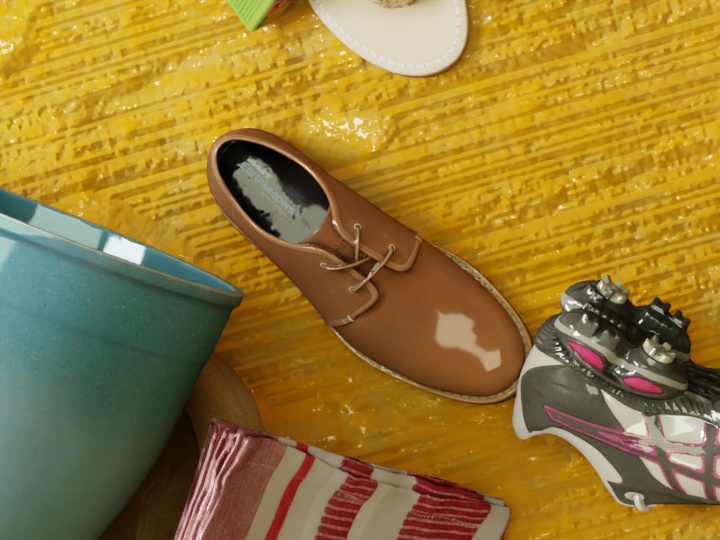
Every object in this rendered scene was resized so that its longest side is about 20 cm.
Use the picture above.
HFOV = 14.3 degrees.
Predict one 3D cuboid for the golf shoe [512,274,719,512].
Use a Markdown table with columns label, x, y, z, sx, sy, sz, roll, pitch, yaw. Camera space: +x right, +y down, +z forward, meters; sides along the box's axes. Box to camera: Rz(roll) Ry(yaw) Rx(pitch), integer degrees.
| label | x | y | z | sx | sy | sz | roll | pitch | yaw |
| --- | --- | --- | --- | --- | --- | --- | --- | --- | --- |
| golf shoe | 0.171 | 0.085 | 1.411 | 0.200 | 0.077 | 0.088 | 32 | 117 | 5 |

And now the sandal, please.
| label | x | y | z | sx | sy | sz | roll | pitch | yaw |
| --- | --- | --- | --- | --- | --- | --- | --- | --- | --- |
| sandal | -0.014 | -0.195 | 1.450 | 0.077 | 0.070 | 0.212 | -26 | 82 | 5 |

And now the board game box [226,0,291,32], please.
| label | x | y | z | sx | sy | sz | roll | pitch | yaw |
| --- | --- | --- | --- | --- | --- | --- | --- | --- | --- |
| board game box | -0.089 | -0.226 | 1.454 | 0.030 | 0.096 | 0.200 | -33 | 81 | -35 |

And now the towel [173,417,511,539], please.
| label | x | y | z | sx | sy | sz | roll | pitch | yaw |
| --- | --- | --- | --- | --- | --- | --- | --- | --- | --- |
| towel | -0.014 | 0.160 | 1.371 | 0.023 | 0.200 | 0.144 | 15 | 87 | 48 |

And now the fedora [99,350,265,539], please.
| label | x | y | z | sx | sy | sz | roll | pitch | yaw |
| --- | --- | --- | --- | --- | --- | --- | --- | --- | --- |
| fedora | -0.120 | 0.128 | 1.419 | 0.200 | 0.082 | 0.201 | -9 | 65 | 19 |

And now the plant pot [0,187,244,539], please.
| label | x | y | z | sx | sy | sz | roll | pitch | yaw |
| --- | --- | --- | --- | --- | --- | --- | --- | --- | --- |
| plant pot | -0.179 | 0.062 | 1.322 | 0.200 | 0.200 | 0.188 | 21 | 92 | 9 |

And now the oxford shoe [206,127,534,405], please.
| label | x | y | z | sx | sy | sz | roll | pitch | yaw |
| --- | --- | --- | --- | --- | --- | --- | --- | --- | --- |
| oxford shoe | 0.000 | 0.000 | 1.432 | 0.200 | 0.071 | 0.071 | 36 | 89 | 7 |
